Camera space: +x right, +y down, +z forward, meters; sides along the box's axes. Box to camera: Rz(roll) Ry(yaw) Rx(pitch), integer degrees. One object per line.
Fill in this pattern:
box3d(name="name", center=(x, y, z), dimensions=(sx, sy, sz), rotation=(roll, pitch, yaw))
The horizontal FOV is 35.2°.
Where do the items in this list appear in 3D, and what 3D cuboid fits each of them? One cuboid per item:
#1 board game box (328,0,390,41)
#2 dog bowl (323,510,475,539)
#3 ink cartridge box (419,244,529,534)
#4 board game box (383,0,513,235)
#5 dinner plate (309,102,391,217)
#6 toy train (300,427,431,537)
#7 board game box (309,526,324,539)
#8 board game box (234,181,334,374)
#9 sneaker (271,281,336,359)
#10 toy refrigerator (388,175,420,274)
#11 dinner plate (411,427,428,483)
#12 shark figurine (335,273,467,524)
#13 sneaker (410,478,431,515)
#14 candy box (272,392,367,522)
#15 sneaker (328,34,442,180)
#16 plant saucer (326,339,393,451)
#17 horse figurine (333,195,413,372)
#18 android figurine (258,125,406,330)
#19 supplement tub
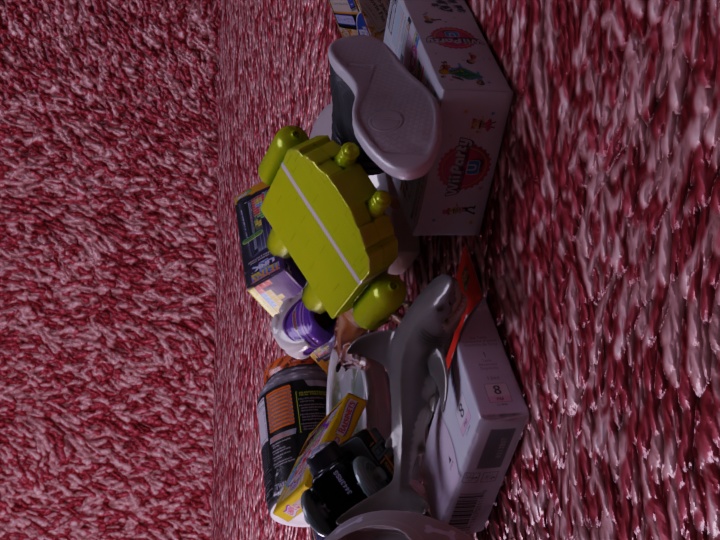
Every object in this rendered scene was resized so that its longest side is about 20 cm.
box3d(name="board game box", center=(-0.008, -0.311, 1.192), dimensions=(0.152, 0.046, 0.200), rotation=(-135, 22, -71))
box3d(name="dog bowl", center=(0.038, 0.273, 0.887), dimensions=(0.059, 0.200, 0.200), rotation=(-51, -25, -53))
box3d(name="ink cartridge box", center=(0.080, 0.103, 0.989), dimensions=(0.200, 0.057, 0.163), rotation=(-110, 23, -43))
box3d(name="board game box", center=(0.066, -0.147, 1.013), dimensions=(0.200, 0.064, 0.148), rotation=(-104, 19, -49))
box3d(name="dinner plate", center=(-0.021, -0.066, 1.132), dimensions=(0.200, 0.024, 0.200), rotation=(169, 90, -67))
box3d(name="toy train", center=(0.026, 0.229, 0.997), dimensions=(0.200, 0.085, 0.114), rotation=(55, -163, 3))
box3d(name="board game box", center=(-0.020, 0.334, 1.173), dimensions=(0.135, 0.035, 0.200), rotation=(134, 125, -81))
box3d(name="board game box", center=(-0.070, 0.012, 1.374), dimensions=(0.200, 0.057, 0.165), rotation=(50, -163, -42))
box3d(name="sneaker", center=(-0.016, 0.018, 1.254), dimensions=(0.083, 0.081, 0.200), rotation=(-19, 32, 45))
box3d(name="toy refrigerator", center=(0.013, -0.101, 1.218), dimensions=(0.076, 0.070, 0.200), rotation=(126, 141, -68))
box3d(name="dinner plate", center=(0.043, 0.165, 1.197), dimensions=(0.200, 0.024, 0.200), rotation=(179, 90, -77))
box3d(name="shark figurine", center=(0.028, 0.096, 0.942), dimensions=(0.128, 0.089, 0.215), rotation=(-82, 5, -82))
box3d(name="sneaker", center=(0.037, 0.288, 1.094), dimensions=(0.081, 0.075, 0.200), rotation=(-84, -7, -65))
box3d(name="candy box", center=(-0.045, 0.194, 1.157), dimensions=(0.200, 0.026, 0.102), rotation=(124, 171, -66))
box3d(name="sneaker", center=(0.021, -0.108, 0.942), dimensions=(0.200, 0.071, 0.099), rotation=(-114, 15, -49))
box3d(name="plant saucer", center=(0.007, 0.160, 1.193), dimensions=(0.200, 0.050, 0.200), rotation=(-179, 90, -77))
box3d(name="horse figurine", center=(0.000, 0.000, 1.039), dimensions=(0.132, 0.050, 0.200), rotation=(-2, 114, 52))
box3d(name="android figurine", center=(-0.026, -0.037, 0.955), dimensions=(0.182, 0.041, 0.200), rotation=(56, 152, 11))
box3d(name="supplement tub", center=(-0.067, 0.213, 1.447), dimensions=(0.123, 0.122, 0.200), rotation=(108, 158, -53))
